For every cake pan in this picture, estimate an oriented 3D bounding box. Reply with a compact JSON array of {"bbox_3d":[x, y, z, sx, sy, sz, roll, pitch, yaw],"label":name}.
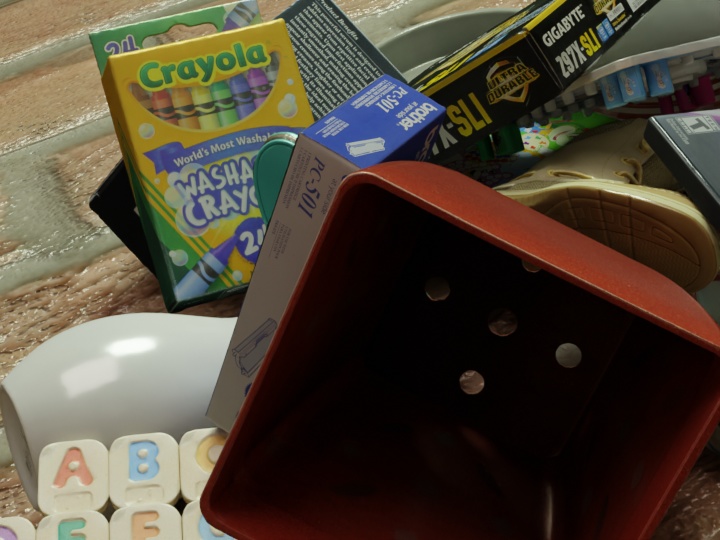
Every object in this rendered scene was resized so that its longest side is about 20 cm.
[{"bbox_3d":[0.084,-0.166,1.352,0.199,0.037,0.201,-13,31,8],"label":"cake pan"}]

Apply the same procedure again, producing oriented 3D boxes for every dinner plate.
[{"bbox_3d":[0.219,-0.168,1.140,0.199,0.200,0.024,-9,60,14],"label":"dinner plate"}]

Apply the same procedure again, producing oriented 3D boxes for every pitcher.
[{"bbox_3d":[-0.105,0.094,0.958,0.199,0.122,0.172,-16,41,-21],"label":"pitcher"}]

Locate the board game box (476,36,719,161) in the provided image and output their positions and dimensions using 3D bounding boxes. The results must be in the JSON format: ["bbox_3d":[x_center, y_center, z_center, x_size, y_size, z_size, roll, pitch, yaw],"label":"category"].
[{"bbox_3d":[0.199,-0.120,1.037,0.199,0.026,0.200,-15,-1,-26],"label":"board game box"}]

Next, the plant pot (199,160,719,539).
[{"bbox_3d":[0.064,0.055,0.811,0.199,0.200,0.176,27,22,4],"label":"plant pot"}]

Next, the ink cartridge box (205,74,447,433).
[{"bbox_3d":[-0.021,-0.001,0.861,0.044,0.201,0.094,31,37,14],"label":"ink cartridge box"}]

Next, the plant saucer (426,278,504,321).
[{"bbox_3d":[0.026,-0.004,1.125,0.199,0.030,0.200,-14,30,8],"label":"plant saucer"}]

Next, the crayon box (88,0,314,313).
[{"bbox_3d":[-0.095,-0.086,1.053,0.125,0.201,0.052,-15,-7,-17],"label":"crayon box"}]

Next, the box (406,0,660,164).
[{"bbox_3d":[0.082,-0.124,1.024,0.200,0.049,0.160,-28,12,44],"label":"box"}]

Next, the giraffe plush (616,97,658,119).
[{"bbox_3d":[0.254,-0.226,1.273,0.199,0.173,0.162,-16,7,22],"label":"giraffe plush"}]

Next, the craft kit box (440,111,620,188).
[{"bbox_3d":[0.093,-0.067,1.121,0.197,0.049,0.200,24,41,29],"label":"craft kit box"}]

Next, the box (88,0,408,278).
[{"bbox_3d":[-0.084,-0.098,1.194,0.200,0.107,0.148,-45,3,-40],"label":"box"}]

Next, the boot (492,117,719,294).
[{"bbox_3d":[0.163,-0.041,0.952,0.155,0.073,0.199,-28,19,-38],"label":"boot"}]

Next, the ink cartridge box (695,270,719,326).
[{"bbox_3d":[0.295,-0.026,0.969,0.144,0.084,0.200,-3,33,24],"label":"ink cartridge box"}]

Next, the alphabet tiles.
[{"bbox_3d":[-0.112,0.169,0.836,0.199,0.015,0.196,-5,52,-3],"label":"alphabet tiles"}]

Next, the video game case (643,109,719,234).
[{"bbox_3d":[0.276,-0.047,0.873,0.199,0.019,0.143,-8,44,-21],"label":"video game case"}]

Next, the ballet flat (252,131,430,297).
[{"bbox_3d":[0.000,0.000,1.005,0.067,0.201,0.070,-35,-8,28],"label":"ballet flat"}]

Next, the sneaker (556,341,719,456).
[{"bbox_3d":[0.201,0.065,0.885,0.072,0.072,0.200,-28,34,-35],"label":"sneaker"}]
